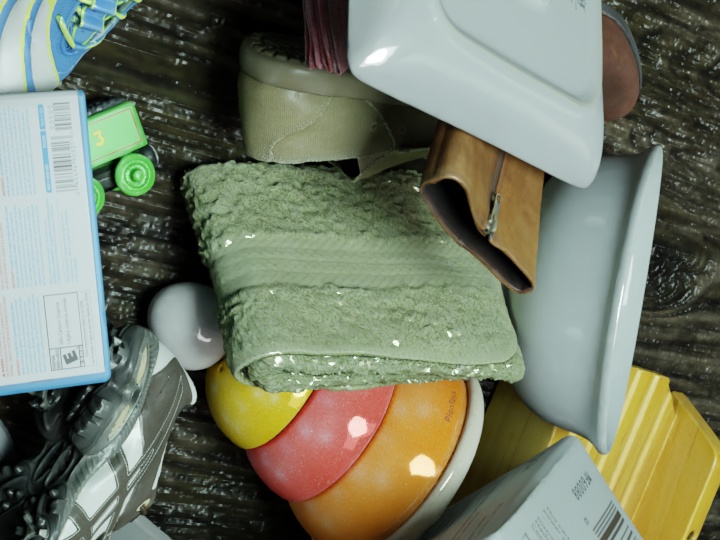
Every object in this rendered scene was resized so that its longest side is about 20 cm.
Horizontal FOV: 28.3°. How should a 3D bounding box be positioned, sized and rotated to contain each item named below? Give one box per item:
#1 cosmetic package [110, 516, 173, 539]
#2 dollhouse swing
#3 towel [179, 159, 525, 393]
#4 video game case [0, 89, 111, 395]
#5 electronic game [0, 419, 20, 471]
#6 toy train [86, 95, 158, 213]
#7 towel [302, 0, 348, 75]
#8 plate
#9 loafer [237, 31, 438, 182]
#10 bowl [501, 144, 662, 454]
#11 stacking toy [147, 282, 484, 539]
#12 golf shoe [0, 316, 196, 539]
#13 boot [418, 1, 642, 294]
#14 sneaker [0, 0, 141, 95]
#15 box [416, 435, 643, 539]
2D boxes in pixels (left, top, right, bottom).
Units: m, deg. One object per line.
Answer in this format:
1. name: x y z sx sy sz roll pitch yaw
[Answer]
1. cosmetic package: -0.096 0.224 0.845 0.081 0.113 0.200 -49 130 -9
2. dollhouse swing: 0.197 0.174 0.999 0.200 0.176 0.182 17 98 -39
3. towel: 0.000 0.000 0.816 0.200 0.148 0.036 1 146 -34
4. video game case: -0.223 -0.006 0.666 0.200 0.018 0.143 -7 98 -19
5. electronic game: -0.262 0.142 0.733 0.200 0.042 0.200 -19 119 -38
6. toy train: -0.194 -0.033 0.717 0.200 0.042 0.056 -27 112 -25
7. towel: 0.013 -0.207 0.751 0.200 0.023 0.144 -50 141 -49
8. plate: 0.070 -0.161 0.725 0.200 0.032 0.200 20 64 -46
9. loafer: 0.004 -0.089 0.820 0.200 0.076 0.067 6 117 -42
10. bowl: 0.133 0.012 0.917 0.201 0.090 0.201 9 90 -75
11. stacking toy: -0.040 0.068 0.837 0.200 0.146 0.146 38 83 -21
12. golf shoe: -0.150 0.125 0.752 0.200 0.078 0.094 -59 141 -6
13. boot: 0.104 -0.079 0.800 0.188 0.068 0.200 46 42 -47
14. sneaker: -0.125 -0.153 0.676 0.076 0.105 0.200 28 90 -40
15. box: 0.088 0.238 0.817 0.171 0.199 0.200 -35 175 23
